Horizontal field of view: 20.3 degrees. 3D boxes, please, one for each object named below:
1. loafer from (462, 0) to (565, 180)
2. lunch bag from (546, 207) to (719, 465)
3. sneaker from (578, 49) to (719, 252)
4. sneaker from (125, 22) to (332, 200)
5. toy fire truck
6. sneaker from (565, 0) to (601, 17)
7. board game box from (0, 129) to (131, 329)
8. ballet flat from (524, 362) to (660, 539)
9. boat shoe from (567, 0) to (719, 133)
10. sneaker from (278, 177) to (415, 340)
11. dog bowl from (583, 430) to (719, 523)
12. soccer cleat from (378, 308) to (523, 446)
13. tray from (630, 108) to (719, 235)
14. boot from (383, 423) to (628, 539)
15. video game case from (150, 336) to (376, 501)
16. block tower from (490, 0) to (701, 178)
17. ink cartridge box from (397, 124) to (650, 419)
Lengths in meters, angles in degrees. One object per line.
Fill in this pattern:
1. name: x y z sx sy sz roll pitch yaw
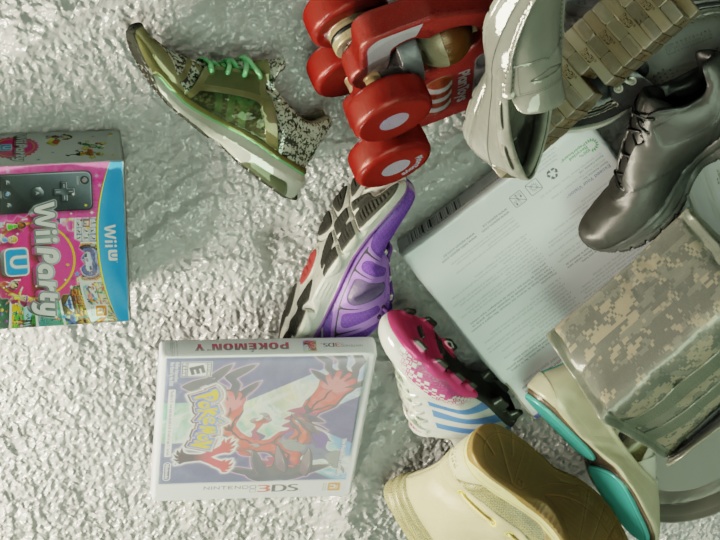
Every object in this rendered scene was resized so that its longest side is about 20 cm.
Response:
1. loafer: 0.126 -0.149 1.497 0.070 0.070 0.201 -33 152 -27
2. lunch bag: 0.277 0.068 1.668 0.164 0.118 0.200 -42 142 14
3. sneaker: 0.240 -0.100 1.621 0.090 0.076 0.200 34 109 -28
4. sneaker: -0.102 -0.146 1.609 0.200 0.077 0.089 39 92 -29
5. toy fire truck: 0.052 -0.164 1.564 0.167 0.113 0.200 -22 160 -8
6. sneaker: 0.137 -0.240 1.553 0.199 0.140 0.078 28 105 -21
7. board game box: -0.288 -0.031 1.629 0.198 0.064 0.149 -4 117 -9
8. ballet flat: 0.218 0.152 1.744 0.069 0.070 0.200 -34 117 8
9. boat shoe: 0.227 -0.168 1.636 0.198 0.060 0.075 -17 85 -2
10. sneaker: 0.000 0.000 1.691 0.083 0.081 0.201 17 121 -19
11. dog bowl: 0.286 0.126 1.808 0.198 0.059 0.202 -4 117 -8
12. soccer cleat: 0.061 0.104 1.729 0.086 0.070 0.200 -35 137 17
13. tray: 0.311 -0.082 1.730 0.107 0.022 0.201 -25 118 2
14. boot: 0.130 0.229 1.784 0.200 0.073 0.155 39 139 -16
15. video game case: -0.086 0.130 1.727 0.180 0.023 0.201 -1 137 -9
16. block tower: 0.174 -0.158 1.590 0.200 0.058 0.054 -42 81 15
17. ink cartridge box: 0.166 -0.005 1.723 0.199 0.041 0.200 -36 109 8
